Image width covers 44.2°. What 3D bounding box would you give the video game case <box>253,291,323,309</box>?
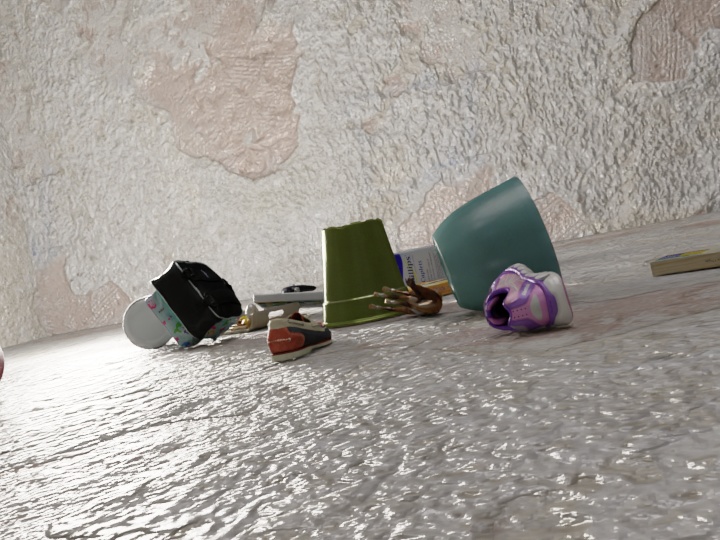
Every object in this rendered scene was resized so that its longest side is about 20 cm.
[{"bbox_3d":[-0.147,0.072,2.134,0.199,0.022,0.182,-2,-8,1],"label":"video game case"}]

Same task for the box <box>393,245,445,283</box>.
[{"bbox_3d":[0.117,0.001,2.300,0.199,0.105,0.184,-13,2,-33],"label":"box"}]

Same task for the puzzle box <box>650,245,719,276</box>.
[{"bbox_3d":[0.594,-0.025,1.458,0.199,0.026,0.133,-10,3,36],"label":"puzzle box"}]

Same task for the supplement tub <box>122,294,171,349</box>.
[{"bbox_3d":[-0.494,0.120,2.104,0.122,0.123,0.200,-11,1,-8],"label":"supplement tub"}]

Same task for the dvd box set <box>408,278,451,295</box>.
[{"bbox_3d":[0.135,0.046,1.976,0.199,0.030,0.146,-12,2,-32],"label":"dvd box set"}]

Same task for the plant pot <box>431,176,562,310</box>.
[{"bbox_3d":[0.209,-0.026,1.416,0.160,0.201,0.201,-23,1,3],"label":"plant pot"}]

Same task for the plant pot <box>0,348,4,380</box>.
[{"bbox_3d":[-0.729,0.161,1.550,0.199,0.201,0.179,-11,-14,10],"label":"plant pot"}]

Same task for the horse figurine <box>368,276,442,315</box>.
[{"bbox_3d":[0.095,0.052,1.562,0.132,0.050,0.200,6,-10,-11],"label":"horse figurine"}]

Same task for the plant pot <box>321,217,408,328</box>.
[{"bbox_3d":[0.000,0.000,1.738,0.199,0.191,0.200,-10,2,0],"label":"plant pot"}]

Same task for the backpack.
[{"bbox_3d":[-0.350,0.070,1.908,0.150,0.178,0.200,-42,-7,15],"label":"backpack"}]

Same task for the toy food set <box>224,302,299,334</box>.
[{"bbox_3d":[-0.259,0.105,2.084,0.199,0.061,0.143,-9,3,44],"label":"toy food set"}]

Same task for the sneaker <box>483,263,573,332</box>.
[{"bbox_3d":[0.195,0.042,1.148,0.088,0.081,0.200,-19,4,-9],"label":"sneaker"}]

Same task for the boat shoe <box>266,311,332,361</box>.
[{"bbox_3d":[-0.096,0.096,1.385,0.071,0.063,0.200,-13,0,16],"label":"boat shoe"}]

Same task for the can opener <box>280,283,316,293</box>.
[{"bbox_3d":[-0.186,0.069,2.686,0.078,0.064,0.200,-11,2,29],"label":"can opener"}]
